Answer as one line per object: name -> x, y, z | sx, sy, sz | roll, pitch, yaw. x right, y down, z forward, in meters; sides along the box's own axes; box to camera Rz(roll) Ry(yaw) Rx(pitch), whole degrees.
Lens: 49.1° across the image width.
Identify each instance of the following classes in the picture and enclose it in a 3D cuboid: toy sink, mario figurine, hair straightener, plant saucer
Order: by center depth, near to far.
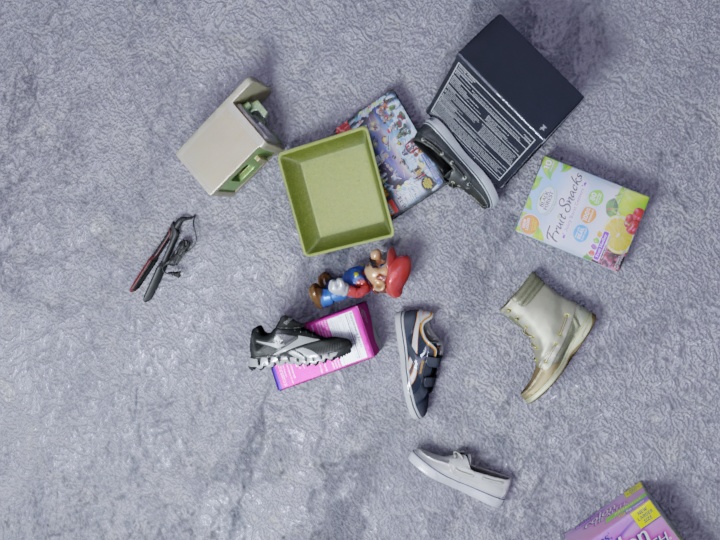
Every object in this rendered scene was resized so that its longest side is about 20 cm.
mario figurine -> 0.000, 0.000, 1.453 | 0.196, 0.106, 0.126 | -15, 53, 23
plant saucer -> -0.039, -0.145, 1.462 | 0.196, 0.048, 0.204 | -12, 98, 27
toy sink -> -0.221, -0.241, 1.470 | 0.200, 0.130, 0.112 | -43, 87, 9
hair straightener -> -0.376, -0.020, 1.564 | 0.076, 0.041, 0.202 | 35, 95, 5

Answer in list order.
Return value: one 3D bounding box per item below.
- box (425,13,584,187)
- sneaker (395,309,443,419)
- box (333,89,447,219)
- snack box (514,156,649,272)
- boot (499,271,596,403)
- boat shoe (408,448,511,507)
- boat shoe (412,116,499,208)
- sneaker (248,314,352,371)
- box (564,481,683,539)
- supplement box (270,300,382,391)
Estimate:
box -> 0.240, -0.282, 1.338 | 0.200, 0.199, 0.123 | 45, 72, 3
sneaker -> 0.116, 0.174, 1.467 | 0.078, 0.078, 0.205 | -8, 91, 16
box -> 0.057, -0.212, 1.468 | 0.135, 0.040, 0.202 | -32, 89, 12
snack box -> 0.393, -0.100, 1.411 | 0.196, 0.053, 0.145 | 23, 97, 8
boot -> 0.312, 0.122, 1.433 | 0.153, 0.072, 0.202 | 35, 94, 5
boat shoe -> 0.187, 0.372, 1.475 | 0.197, 0.072, 0.067 | 25, 94, 6
boat shoe -> 0.170, -0.182, 1.419 | 0.057, 0.069, 0.201 | -43, 100, -11
sneaker -> -0.113, 0.124, 1.408 | 0.195, 0.066, 0.093 | -7, 93, 13
box -> 0.500, 0.524, 1.418 | 0.175, 0.097, 0.202 | -37, 87, 11
supplement box -> -0.070, 0.141, 1.486 | 0.196, 0.101, 0.106 | -19, 89, 10
